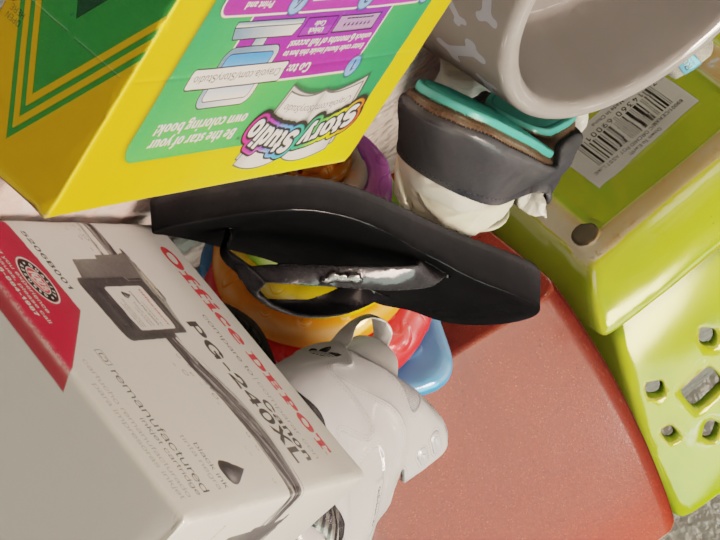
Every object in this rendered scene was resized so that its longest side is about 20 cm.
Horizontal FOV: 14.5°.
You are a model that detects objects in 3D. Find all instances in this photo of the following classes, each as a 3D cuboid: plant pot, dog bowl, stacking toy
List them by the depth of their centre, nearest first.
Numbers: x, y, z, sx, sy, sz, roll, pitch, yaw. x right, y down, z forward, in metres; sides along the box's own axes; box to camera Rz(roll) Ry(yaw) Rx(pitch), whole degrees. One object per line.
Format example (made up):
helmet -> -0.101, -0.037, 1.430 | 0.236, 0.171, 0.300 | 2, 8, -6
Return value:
dog bowl -> 0.113, -0.146, 1.190 | 0.200, 0.059, 0.200 | -32, 154, -18
stacking toy -> -0.019, -0.026, 1.286 | 0.110, 0.116, 0.200 | -12, 148, -9
plant pot -> 0.021, 0.071, 1.472 | 0.200, 0.200, 0.176 | -31, 135, -19
plant pot -> 0.166, -0.024, 1.536 | 0.200, 0.199, 0.182 | -39, 135, -7

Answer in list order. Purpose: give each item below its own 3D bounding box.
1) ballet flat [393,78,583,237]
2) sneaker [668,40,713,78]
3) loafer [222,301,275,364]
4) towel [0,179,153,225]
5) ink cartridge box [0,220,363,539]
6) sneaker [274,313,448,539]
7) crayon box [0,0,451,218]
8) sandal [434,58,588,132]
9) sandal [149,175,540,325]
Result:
ballet flat -> 0.054, -0.046, 1.246 | 0.073, 0.073, 0.200 | -40, 173, 15
sneaker -> 0.135, -0.135, 1.353 | 0.075, 0.087, 0.200 | -38, 168, 14
loafer -> -0.135, 0.049, 1.250 | 0.200, 0.073, 0.071 | -2, 172, -23
towel -> -0.090, -0.057, 1.116 | 0.191, 0.032, 0.200 | -41, 168, 15
ink cartridge box -> -0.100, 0.058, 1.090 | 0.083, 0.145, 0.200 | -43, 168, 15
sneaker -> -0.012, 0.118, 1.259 | 0.115, 0.075, 0.200 | -36, 129, -43
crayon box -> -0.027, -0.109, 0.937 | 0.173, 0.058, 0.200 | -56, 161, 22
sandal -> 0.074, -0.104, 1.367 | 0.082, 0.050, 0.203 | 7, 163, 3
sandal -> 0.001, 0.000, 1.198 | 0.200, 0.043, 0.076 | 16, 159, -36
